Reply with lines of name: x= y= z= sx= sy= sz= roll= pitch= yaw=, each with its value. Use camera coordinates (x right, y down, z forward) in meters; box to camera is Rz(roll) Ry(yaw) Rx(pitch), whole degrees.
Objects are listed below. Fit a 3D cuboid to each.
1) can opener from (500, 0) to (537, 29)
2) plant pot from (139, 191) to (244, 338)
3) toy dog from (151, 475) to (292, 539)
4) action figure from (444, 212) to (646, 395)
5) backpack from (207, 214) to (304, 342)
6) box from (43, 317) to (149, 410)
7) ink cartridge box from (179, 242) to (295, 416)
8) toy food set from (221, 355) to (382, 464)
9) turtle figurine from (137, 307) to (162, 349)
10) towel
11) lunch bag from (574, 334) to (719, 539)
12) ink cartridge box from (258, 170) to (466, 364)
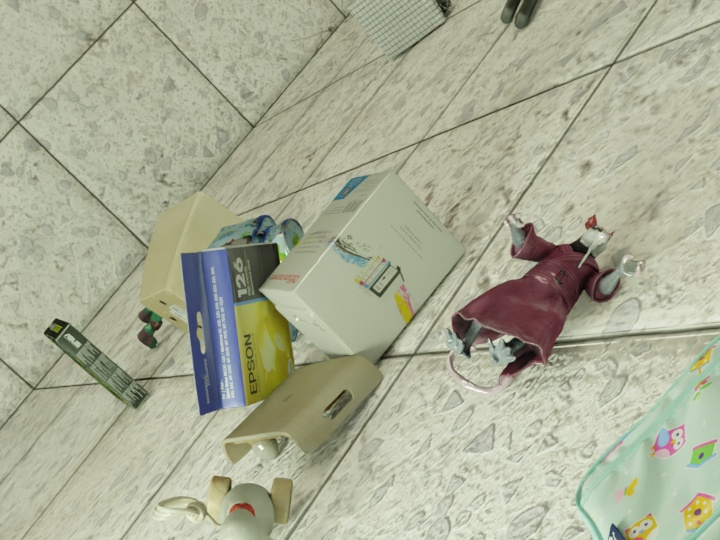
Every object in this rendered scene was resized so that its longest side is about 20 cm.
can opener: x=0.292 y=-0.482 z=2.072 sx=0.067 sy=0.053 sz=0.201 roll=105 pitch=-171 yaw=-47
plant pot: x=-0.285 y=0.007 z=2.092 sx=0.199 sy=0.199 sz=0.179 roll=-18 pitch=42 yaw=56
toy dog: x=-0.125 y=0.277 z=1.205 sx=0.130 sy=0.098 sz=0.200 roll=4 pitch=4 yaw=19
action figure: x=0.183 y=0.027 z=1.107 sx=0.199 sy=0.133 sz=0.150 roll=-40 pitch=-30 yaw=-27
backpack: x=-0.137 y=0.010 z=1.737 sx=0.145 sy=0.186 sz=0.200 roll=-19 pitch=17 yaw=6
box: x=-0.498 y=0.173 z=2.180 sx=0.048 sy=0.200 sz=0.193 roll=-50 pitch=17 yaw=-16
ink cartridge box: x=-0.150 y=0.068 z=1.477 sx=0.046 sy=0.201 sz=0.200 roll=-6 pitch=2 yaw=21
toy food set: x=-0.071 y=0.177 z=1.406 sx=0.143 sy=0.061 sz=0.199 roll=-43 pitch=14 yaw=-33
turtle figurine: x=-0.377 y=0.059 z=2.344 sx=0.200 sy=0.100 sz=0.150 roll=-44 pitch=16 yaw=27
towel: x=0.090 y=-0.590 z=2.586 sx=0.199 sy=0.166 sz=0.086 roll=-29 pitch=17 yaw=42
lunch bag: x=0.228 y=0.126 z=0.739 sx=0.200 sy=0.077 sz=0.161 roll=-44 pitch=17 yaw=6
ink cartridge box: x=0.000 y=0.000 z=1.466 sx=0.201 sy=0.145 sz=0.147 roll=-50 pitch=17 yaw=-14
